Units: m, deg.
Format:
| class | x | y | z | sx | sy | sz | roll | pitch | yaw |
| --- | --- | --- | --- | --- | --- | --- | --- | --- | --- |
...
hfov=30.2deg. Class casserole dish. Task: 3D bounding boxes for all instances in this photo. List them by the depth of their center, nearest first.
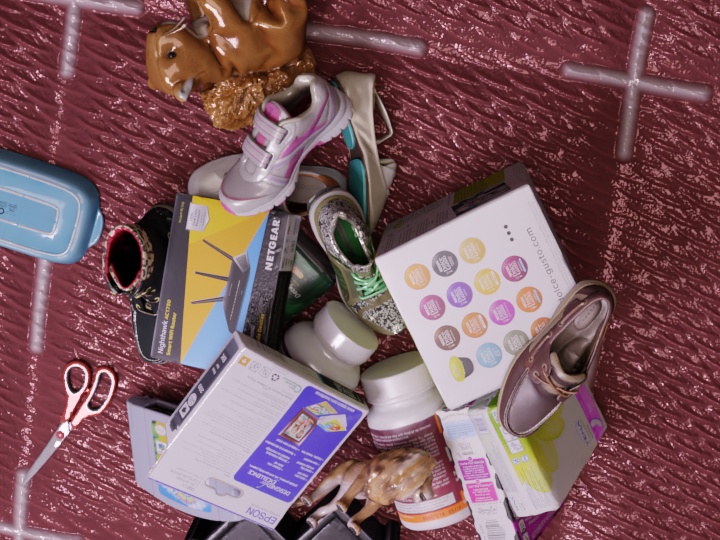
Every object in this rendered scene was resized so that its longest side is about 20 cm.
| class | x | y | z | sx | sy | sz | roll | pitch | yaw |
| --- | --- | --- | --- | --- | --- | --- | --- | --- | --- |
| casserole dish | -0.423 | -0.079 | 1.676 | 0.198 | 0.039 | 0.122 | 18 | 102 | 1 |

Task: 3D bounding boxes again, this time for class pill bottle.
| class | x | y | z | sx | sy | sz | roll | pitch | yaw |
| --- | --- | --- | --- | --- | --- | --- | --- | --- | --- |
| pill bottle | -0.071 | 0.135 | 1.648 | 0.112 | 0.112 | 0.200 | 41 | 110 | -5 |
| pill bottle | 0.075 | 0.210 | 1.666 | 0.113 | 0.114 | 0.202 | -17 | 101 | 7 |

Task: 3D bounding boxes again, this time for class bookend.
| class | x | y | z | sx | sy | sz | roll | pitch | yaw |
| --- | --- | --- | --- | --- | --- | --- | --- | --- | --- |
| bookend | -0.085 | 0.341 | 1.713 | 0.200 | 0.092 | 0.199 | -43 | 96 | 10 |

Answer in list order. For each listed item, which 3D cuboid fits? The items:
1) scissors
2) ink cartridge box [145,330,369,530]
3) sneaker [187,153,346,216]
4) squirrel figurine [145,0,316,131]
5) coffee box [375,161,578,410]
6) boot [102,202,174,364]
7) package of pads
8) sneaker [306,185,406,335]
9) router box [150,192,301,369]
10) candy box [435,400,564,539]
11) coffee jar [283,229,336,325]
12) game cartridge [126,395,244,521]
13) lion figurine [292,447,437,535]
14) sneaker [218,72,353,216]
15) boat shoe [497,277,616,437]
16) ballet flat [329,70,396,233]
| class | x | y | z | sx | sy | sz | roll | pitch | yaw |
| --- | --- | --- | --- | --- | --- | --- | --- | --- | --- |
| scissors | -0.381 | 0.209 | 1.744 | 0.073 | 0.014 | 0.202 | 23 | 101 | -3 |
| ink cartridge box | -0.123 | 0.192 | 1.562 | 0.197 | 0.043 | 0.201 | 30 | 104 | -33 |
| sneaker | -0.119 | -0.103 | 1.629 | 0.198 | 0.085 | 0.074 | -1 | 103 | 5 |
| squirrel figurine | -0.154 | -0.245 | 1.556 | 0.186 | 0.141 | 0.201 | -39 | 128 | -20 |
| coffee box | 0.148 | 0.012 | 1.576 | 0.196 | 0.200 | 0.201 | -25 | 100 | 9 |
| boot | -0.268 | 0.027 | 1.625 | 0.073 | 0.154 | 0.206 | 7 | 101 | 10 |
| package of pads | 0.216 | 0.183 | 1.607 | 0.068 | 0.200 | 0.156 | -18 | 105 | 36 |
| sneaker | 0.000 | 0.000 | 1.581 | 0.076 | 0.089 | 0.201 | -31 | 108 | 1 |
| router box | -0.161 | 0.019 | 1.591 | 0.148 | 0.051 | 0.202 | 10 | 93 | 17 |
| candy box | 0.176 | 0.233 | 1.648 | 0.061 | 0.136 | 0.202 | -13 | 102 | 35 |
| coffee jar | -0.130 | 0.040 | 1.657 | 0.200 | 0.085 | 0.104 | -44 | 94 | 11 |
| game cartridge | -0.214 | 0.240 | 1.673 | 0.199 | 0.040 | 0.135 | 11 | 117 | 36 |
| lion figurine | 0.001 | 0.257 | 1.612 | 0.122 | 0.199 | 0.073 | -44 | 114 | -27 |
| sneaker | -0.100 | -0.154 | 1.548 | 0.081 | 0.088 | 0.201 | 32 | 79 | 34 |
| boat shoe | 0.215 | 0.103 | 1.453 | 0.072 | 0.072 | 0.201 | 33 | 104 | -6 |
| ballet flat | 0.012 | -0.145 | 1.625 | 0.069 | 0.069 | 0.202 | -9 | 100 | 5 |
